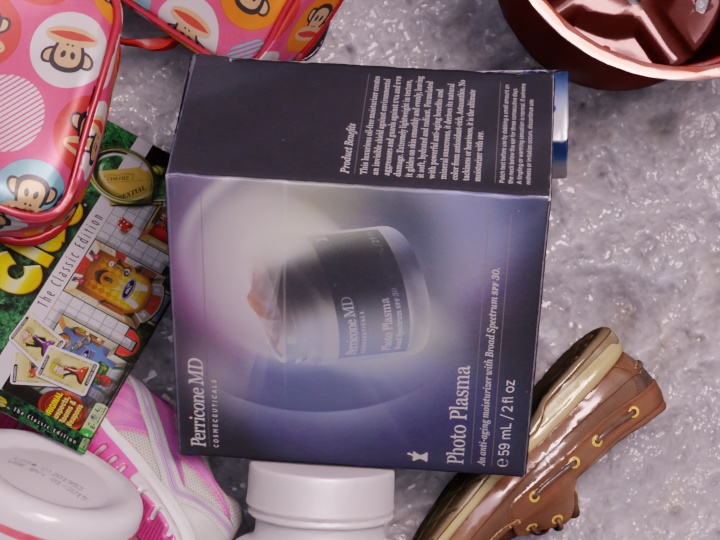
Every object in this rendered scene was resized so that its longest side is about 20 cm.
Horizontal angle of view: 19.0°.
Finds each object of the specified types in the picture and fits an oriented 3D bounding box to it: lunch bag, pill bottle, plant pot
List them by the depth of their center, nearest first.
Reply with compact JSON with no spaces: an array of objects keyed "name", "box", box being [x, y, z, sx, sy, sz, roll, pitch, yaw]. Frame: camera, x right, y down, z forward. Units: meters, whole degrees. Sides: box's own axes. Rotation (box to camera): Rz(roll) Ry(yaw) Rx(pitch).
[{"name":"pill bottle","box":[-0.198,0.196,1.163,0.109,0.109,0.200,21,104,-2]},{"name":"lunch bag","box":[-0.234,-0.119,1.176,0.200,0.082,0.176,15,76,-5]},{"name":"pill bottle","box":[-0.025,0.207,1.205,0.112,0.112,0.200,3,95,-4]},{"name":"plant pot","box":[0.161,-0.190,1.224,0.201,0.195,0.201,0,85,-4]},{"name":"lunch bag","box":[-0.096,-0.204,1.231,0.200,0.082,0.176,38,106,17]}]

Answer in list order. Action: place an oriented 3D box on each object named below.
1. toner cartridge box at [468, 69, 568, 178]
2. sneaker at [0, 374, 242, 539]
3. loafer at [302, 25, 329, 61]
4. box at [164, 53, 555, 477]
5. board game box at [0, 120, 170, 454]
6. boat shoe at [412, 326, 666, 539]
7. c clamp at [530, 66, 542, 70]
[{"name":"toner cartridge box","box":[0.020,-0.082,1.237,0.200,0.095,0.043,0,80,5]},{"name":"sneaker","box":[-0.142,0.101,1.242,0.081,0.088,0.200,-45,69,31]},{"name":"loafer","box":[-0.048,-0.225,1.278,0.072,0.063,0.200,0,85,-5]},{"name":"box","box":[0.000,0.000,1.169,0.198,0.123,0.200,4,128,4]},{"name":"board game box","box":[-0.157,0.002,1.223,0.105,0.023,0.200,26,52,0]},{"name":"boat shoe","box":[0.099,0.126,1.254,0.068,0.072,0.200,42,86,-3]},{"name":"c clamp","box":[0.047,-0.012,1.285,0.171,0.027,0.200,-11,86,-5]}]
